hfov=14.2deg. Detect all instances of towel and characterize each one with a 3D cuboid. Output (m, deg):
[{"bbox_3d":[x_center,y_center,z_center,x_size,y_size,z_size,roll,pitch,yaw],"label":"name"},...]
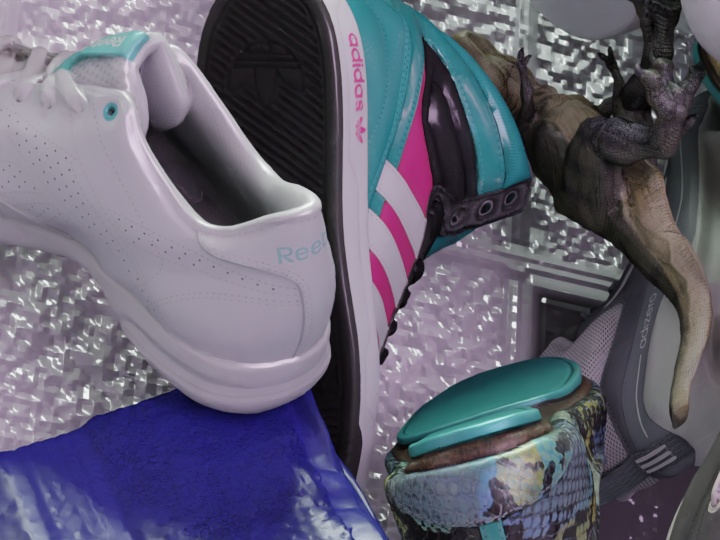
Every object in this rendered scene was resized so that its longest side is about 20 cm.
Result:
[{"bbox_3d":[-0.085,0.110,0.836,0.200,0.050,0.148,-17,44,-13],"label":"towel"}]

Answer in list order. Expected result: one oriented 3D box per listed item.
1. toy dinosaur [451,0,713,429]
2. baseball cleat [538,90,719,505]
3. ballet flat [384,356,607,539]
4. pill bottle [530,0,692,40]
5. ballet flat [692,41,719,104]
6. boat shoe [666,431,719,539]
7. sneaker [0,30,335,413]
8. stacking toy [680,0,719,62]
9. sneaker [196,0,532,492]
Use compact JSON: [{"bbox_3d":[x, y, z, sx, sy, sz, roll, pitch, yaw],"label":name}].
[{"bbox_3d":[0.086,-0.042,0.959,0.047,0.088,0.200,5,32,-25],"label":"toy dinosaur"},{"bbox_3d":[0.103,0.006,1.015,0.070,0.106,0.200,51,27,-17],"label":"baseball cleat"},{"bbox_3d":[0.043,0.070,0.871,0.074,0.200,0.074,1,95,9],"label":"ballet flat"},{"bbox_3d":[0.151,-0.150,1.065,0.200,0.112,0.112,-23,86,-32],"label":"pill bottle"},{"bbox_3d":[0.198,-0.058,1.046,0.200,0.071,0.071,24,62,-45],"label":"ballet flat"},{"bbox_3d":[0.136,0.056,0.843,0.067,0.057,0.200,22,78,-1],"label":"boat shoe"},{"bbox_3d":[-0.084,-0.044,0.881,0.200,0.089,0.075,32,48,21],"label":"sneaker"},{"bbox_3d":[0.171,-0.040,0.930,0.200,0.146,0.146,42,58,-30],"label":"stacking toy"},{"bbox_3d":[0.000,0.000,0.957,0.121,0.084,0.200,-9,105,-54],"label":"sneaker"}]
